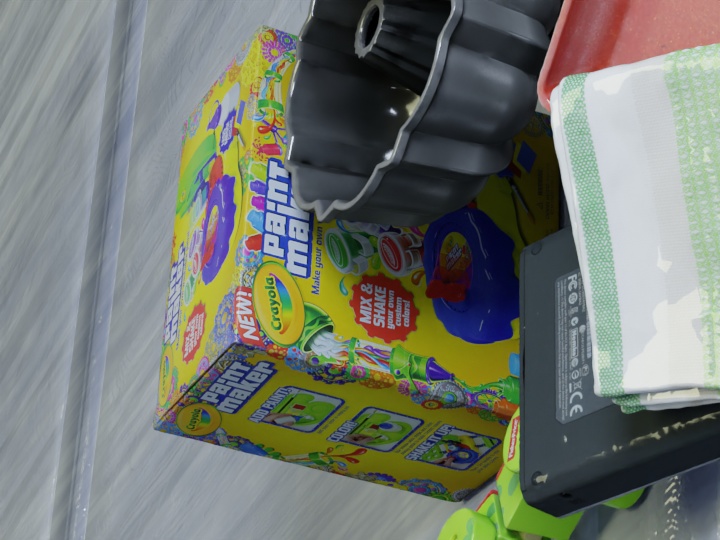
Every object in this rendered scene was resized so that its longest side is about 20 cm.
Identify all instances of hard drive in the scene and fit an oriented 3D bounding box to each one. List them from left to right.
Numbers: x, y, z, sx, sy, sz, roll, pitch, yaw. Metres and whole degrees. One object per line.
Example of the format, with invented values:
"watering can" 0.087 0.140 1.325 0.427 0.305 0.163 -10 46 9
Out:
"hard drive" 0.153 0.018 1.018 0.200 0.033 0.140 -27 49 41

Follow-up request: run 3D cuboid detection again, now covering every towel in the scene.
"towel" 0.168 -0.021 0.914 0.200 0.031 0.150 -8 95 43

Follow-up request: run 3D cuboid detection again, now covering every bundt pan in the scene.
"bundt pan" 0.036 -0.113 1.146 0.202 0.076 0.202 -46 36 49

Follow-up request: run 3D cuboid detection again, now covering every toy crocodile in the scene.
"toy crocodile" 0.089 0.115 1.142 0.200 0.067 0.062 -60 21 28

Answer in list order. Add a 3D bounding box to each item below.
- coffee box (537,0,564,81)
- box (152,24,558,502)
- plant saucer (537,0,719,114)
"coffee box" 0.132 -0.147 1.172 0.115 0.080 0.200 -69 22 13
"box" 0.000 0.000 1.266 0.122 0.192 0.200 135 144 -53
"plant saucer" 0.183 -0.113 0.921 0.199 0.037 0.200 34 125 28
